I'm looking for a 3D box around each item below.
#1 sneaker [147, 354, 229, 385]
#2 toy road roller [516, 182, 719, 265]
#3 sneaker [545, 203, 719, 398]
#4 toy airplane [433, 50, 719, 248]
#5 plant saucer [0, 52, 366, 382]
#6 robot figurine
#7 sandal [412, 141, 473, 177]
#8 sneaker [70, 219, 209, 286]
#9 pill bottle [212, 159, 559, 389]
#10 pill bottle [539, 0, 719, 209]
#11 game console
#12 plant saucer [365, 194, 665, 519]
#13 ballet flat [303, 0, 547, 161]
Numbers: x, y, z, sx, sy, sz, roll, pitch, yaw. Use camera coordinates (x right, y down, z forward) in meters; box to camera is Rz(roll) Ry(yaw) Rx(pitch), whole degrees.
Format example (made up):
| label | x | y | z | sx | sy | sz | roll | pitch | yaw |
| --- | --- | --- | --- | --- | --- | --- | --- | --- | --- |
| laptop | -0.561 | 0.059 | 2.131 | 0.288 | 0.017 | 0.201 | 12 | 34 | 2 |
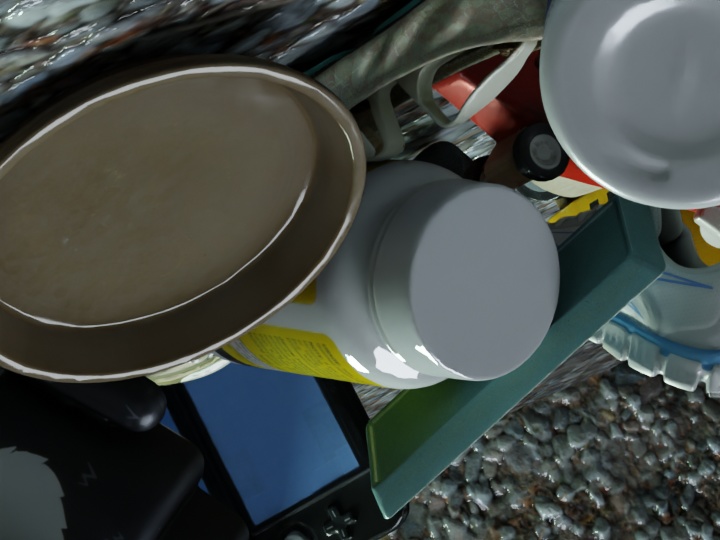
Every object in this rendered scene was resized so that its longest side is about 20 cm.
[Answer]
| label | x | y | z | sx | sy | sz | roll | pitch | yaw |
| --- | --- | --- | --- | --- | --- | --- | --- | --- | --- |
| sneaker | -0.067 | -0.009 | 1.481 | 0.200 | 0.077 | 0.089 | -34 | 162 | -1 |
| toy road roller | 0.206 | -0.067 | 1.664 | 0.200 | 0.146 | 0.123 | -33 | 170 | 35 |
| sneaker | 0.124 | -0.008 | 1.343 | 0.075 | 0.200 | 0.087 | -6 | 115 | -59 |
| toy airplane | 0.159 | -0.089 | 1.414 | 0.200 | 0.141 | 0.199 | -1 | 161 | 22 |
| plant saucer | -0.093 | -0.026 | 1.158 | 0.200 | 0.029 | 0.200 | -19 | 144 | -14 |
| robot figurine | -0.158 | 0.110 | 1.275 | 0.150 | 0.200 | 0.125 | -57 | 178 | -7 |
| sandal | 0.057 | -0.019 | 1.519 | 0.076 | 0.043 | 0.200 | -46 | -155 | 3 |
| sneaker | -0.107 | -0.010 | 1.283 | 0.105 | 0.075 | 0.200 | -22 | 167 | 0 |
| pill bottle | 0.000 | 0.000 | 1.308 | 0.114 | 0.114 | 0.200 | -21 | -164 | -34 |
| pill bottle | 0.142 | -0.114 | 1.146 | 0.120 | 0.120 | 0.200 | -30 | -164 | 16 |
| game console | -0.098 | 0.108 | 1.587 | 0.176 | 0.200 | 0.116 | -31 | 171 | 25 |
| plant saucer | 0.072 | 0.040 | 1.298 | 0.200 | 0.019 | 0.070 | -45 | -155 | 23 |
| ballet flat | 0.015 | -0.087 | 1.251 | 0.200 | 0.062 | 0.067 | -32 | 170 | 32 |
